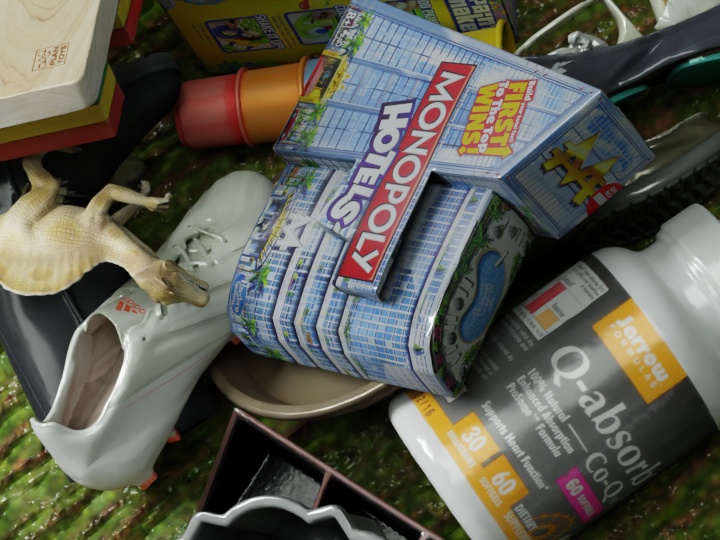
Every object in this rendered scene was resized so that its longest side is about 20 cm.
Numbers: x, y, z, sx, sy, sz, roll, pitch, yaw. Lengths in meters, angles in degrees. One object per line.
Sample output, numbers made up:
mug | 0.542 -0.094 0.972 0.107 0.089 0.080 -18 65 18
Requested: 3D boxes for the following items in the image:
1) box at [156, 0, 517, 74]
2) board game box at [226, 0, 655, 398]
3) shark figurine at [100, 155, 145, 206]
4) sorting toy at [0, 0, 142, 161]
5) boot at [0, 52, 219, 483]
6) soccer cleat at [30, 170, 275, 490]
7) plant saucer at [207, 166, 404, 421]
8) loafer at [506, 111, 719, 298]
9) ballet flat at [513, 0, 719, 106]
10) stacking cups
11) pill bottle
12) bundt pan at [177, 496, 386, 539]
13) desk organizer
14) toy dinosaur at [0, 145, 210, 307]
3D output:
box | -0.014 -0.237 1.428 0.192 0.122 0.201 -4 70 12
board game box | 0.040 -0.041 1.267 0.199 0.062 0.201 9 65 44
shark figurine | -0.250 -0.070 1.445 0.214 0.089 0.128 36 68 -5
sorting toy | -0.213 -0.121 1.331 0.198 0.070 0.201 -11 42 15
boot | -0.134 -0.002 1.385 0.164 0.066 0.201 -28 84 -11
soccer cleat | -0.105 0.024 1.322 0.069 0.078 0.201 10 65 44
plant saucer | 0.000 0.000 1.339 0.199 0.029 0.201 -23 44 24
loafer | 0.111 -0.043 1.356 0.199 0.075 0.070 -25 72 5
ballet flat | 0.157 -0.125 1.355 0.199 0.073 0.073 -18 67 -9
stacking cups | -0.009 -0.098 1.414 0.199 0.061 0.061 -9 69 12
pill bottle | 0.123 0.060 1.296 0.200 0.116 0.117 -36 67 0
bundt pan | -0.024 0.212 1.221 0.201 0.076 0.203 -1 87 27
desk organizer | 0.001 0.157 1.313 0.200 0.077 0.072 31 81 21
toy dinosaur | -0.173 -0.023 1.301 0.199 0.058 0.101 3 46 15
